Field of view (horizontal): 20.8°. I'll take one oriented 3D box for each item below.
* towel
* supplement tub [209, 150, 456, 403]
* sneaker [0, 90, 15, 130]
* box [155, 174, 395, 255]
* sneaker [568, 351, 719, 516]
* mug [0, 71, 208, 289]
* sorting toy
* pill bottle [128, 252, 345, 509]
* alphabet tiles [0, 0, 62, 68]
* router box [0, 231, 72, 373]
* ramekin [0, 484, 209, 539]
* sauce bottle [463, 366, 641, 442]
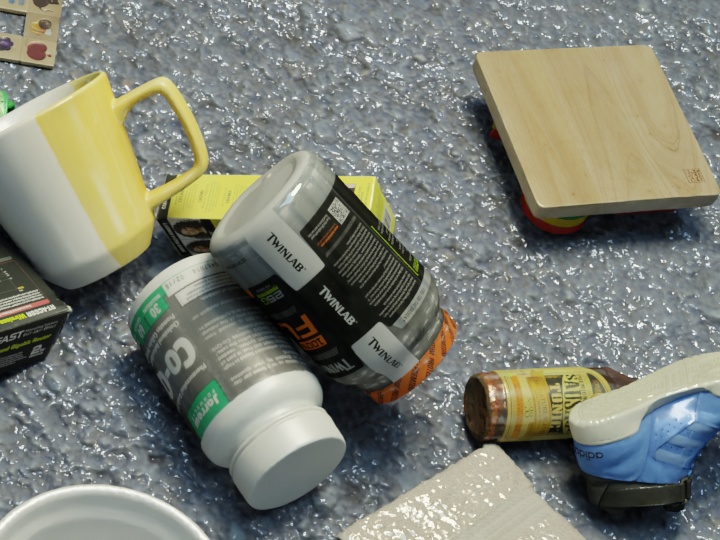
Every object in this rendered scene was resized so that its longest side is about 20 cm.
[{"bbox_3d":[0.084,0.231,1.636,0.199,0.035,0.133,-28,65,-34],"label":"towel"},{"bbox_3d":[-0.019,0.009,1.627,0.200,0.122,0.123,46,47,-15],"label":"supplement tub"},{"bbox_3d":[-0.360,-0.143,1.780,0.083,0.074,0.201,-18,69,-26],"label":"sneaker"},{"bbox_3d":[-0.075,-0.047,1.731,0.199,0.075,0.050,2,62,17],"label":"box"},{"bbox_3d":[0.281,0.148,1.714,0.199,0.112,0.077,-19,19,-19],"label":"sneaker"},{"bbox_3d":[-0.239,-0.074,1.674,0.149,0.186,0.154,-41,109,-48],"label":"mug"},{"bbox_3d":[0.224,-0.125,1.944,0.197,0.070,0.201,-5,54,-20],"label":"sorting toy"},{"bbox_3d":[-0.102,0.092,1.638,0.113,0.113,0.200,-20,59,-29],"label":"pill bottle"},{"bbox_3d":[-0.375,-0.284,1.930,0.166,0.008,0.201,9,50,-10],"label":"alphabet tiles"},{"bbox_3d":[-0.361,0.025,1.611,0.150,0.062,0.199,45,36,21],"label":"router box"},{"bbox_3d":[-0.200,0.271,1.473,0.199,0.098,0.201,8,51,-10],"label":"ramekin"},{"bbox_3d":[0.192,0.116,1.742,0.199,0.066,0.066,-4,53,-21],"label":"sauce bottle"}]
